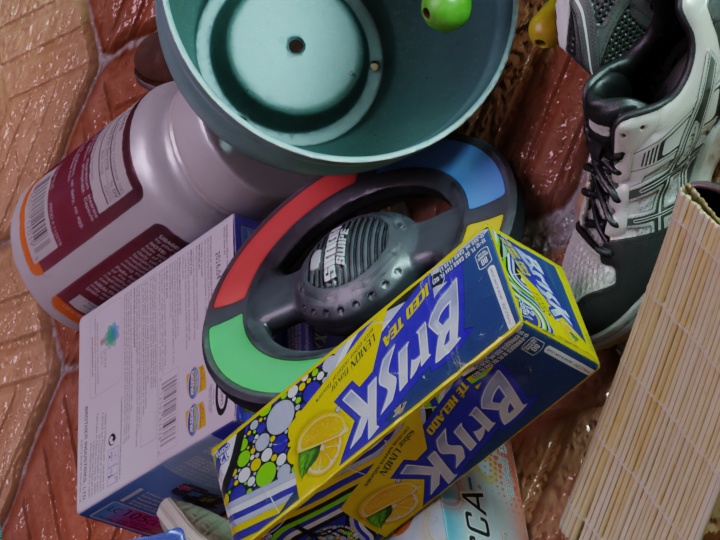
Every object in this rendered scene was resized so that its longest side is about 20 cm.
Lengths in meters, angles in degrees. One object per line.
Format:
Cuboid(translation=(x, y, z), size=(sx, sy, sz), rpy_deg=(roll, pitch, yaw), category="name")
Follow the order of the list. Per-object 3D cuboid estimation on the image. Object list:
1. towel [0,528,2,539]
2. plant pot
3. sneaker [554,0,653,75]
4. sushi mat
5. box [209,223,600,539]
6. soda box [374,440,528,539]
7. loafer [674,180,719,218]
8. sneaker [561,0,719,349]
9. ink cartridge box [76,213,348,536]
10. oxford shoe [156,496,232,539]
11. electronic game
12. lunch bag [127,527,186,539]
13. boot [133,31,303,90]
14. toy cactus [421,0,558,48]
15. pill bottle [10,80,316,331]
Cuboid(translation=(-0.210, 0.227, 1.551), size=(0.200, 0.022, 0.147), rpy_deg=(112, 152, -53), category="towel")
Cuboid(translation=(-0.026, -0.139, 1.554), size=(0.134, 0.199, 0.202), rpy_deg=(135, 144, -70), category="plant pot")
Cuboid(translation=(0.170, -0.173, 1.386), size=(0.086, 0.080, 0.201), rpy_deg=(43, 111, 53), category="sneaker")
Cuboid(translation=(0.145, 0.069, 1.306), size=(0.096, 0.012, 0.201), rpy_deg=(49, 131, 44), category="sushi mat")
Cuboid(translation=(0.020, 0.069, 1.382), size=(0.200, 0.064, 0.070), rpy_deg=(-41, 45, 24), category="box")
Cuboid(translation=(0.046, 0.163, 1.407), size=(0.063, 0.068, 0.201), rpy_deg=(-36, 46, 32), category="soda box")
Cuboid(translation=(0.210, 0.010, 1.252), size=(0.200, 0.063, 0.072), rpy_deg=(38, 106, 55), category="loafer")
Cuboid(translation=(0.133, -0.058, 1.376), size=(0.076, 0.087, 0.201), rpy_deg=(44, 113, 52), category="sneaker")
Cuboid(translation=(-0.084, 0.060, 1.641), size=(0.200, 0.076, 0.137), rpy_deg=(-34, 49, 45), category="ink cartridge box")
Cuboid(translation=(-0.065, 0.186, 1.558), size=(0.200, 0.075, 0.058), rpy_deg=(40, 106, 50), category="oxford shoe")
Cuboid(translation=(0.000, 0.000, 1.516), size=(0.199, 0.042, 0.201), rpy_deg=(-25, 35, 19), category="electronic game")
Cuboid(translation=(-0.139, 0.262, 1.554), size=(0.200, 0.123, 0.171), rpy_deg=(102, 159, -64), category="lunch bag")
Cuboid(translation=(-0.129, -0.211, 1.730), size=(0.064, 0.201, 0.186), rpy_deg=(-42, 21, -29), category="boot")
Cuboid(translation=(0.097, -0.214, 1.482), size=(0.200, 0.102, 0.165), rpy_deg=(-48, 56, 9), category="toy cactus")
Cuboid(translation=(-0.117, -0.047, 1.707), size=(0.200, 0.114, 0.115), rpy_deg=(-32, 50, 43), category="pill bottle")
